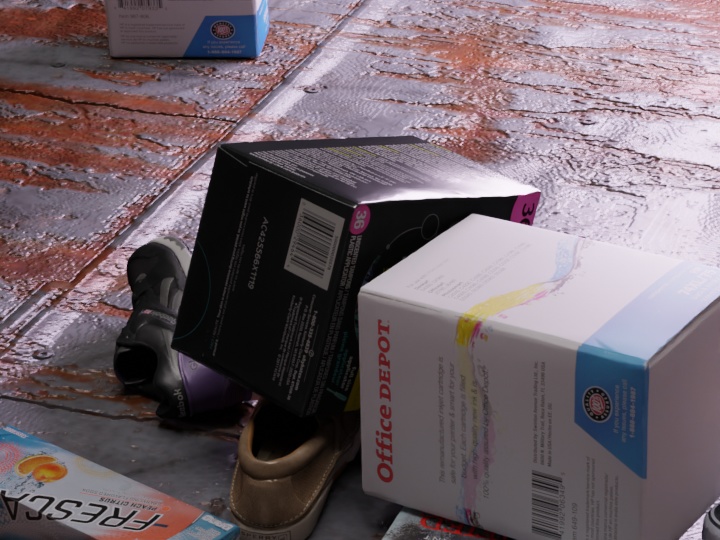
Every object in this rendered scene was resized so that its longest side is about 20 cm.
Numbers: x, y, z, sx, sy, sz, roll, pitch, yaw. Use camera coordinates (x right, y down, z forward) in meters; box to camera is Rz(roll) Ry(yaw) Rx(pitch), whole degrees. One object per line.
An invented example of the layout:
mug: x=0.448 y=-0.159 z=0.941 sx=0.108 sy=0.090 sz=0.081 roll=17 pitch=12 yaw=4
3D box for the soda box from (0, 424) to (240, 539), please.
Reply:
soda box: x=-0.165 y=0.164 z=1.485 sx=0.200 sy=0.069 sz=0.064 roll=19 pitch=33 yaw=34

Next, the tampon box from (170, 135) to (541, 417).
tampon box: x=0.000 y=0.000 z=1.623 sx=0.126 sy=0.150 sz=0.200 roll=26 pitch=21 yaw=37

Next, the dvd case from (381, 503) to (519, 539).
dvd case: x=0.090 y=0.170 z=1.507 sx=0.146 sy=0.022 sz=0.200 roll=8 pitch=29 yaw=20

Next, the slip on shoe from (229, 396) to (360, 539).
slip on shoe: x=-0.045 y=0.105 z=1.602 sx=0.076 sy=0.061 sz=0.200 roll=4 pitch=27 yaw=13

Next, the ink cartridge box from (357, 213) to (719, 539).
ink cartridge box: x=0.118 y=0.071 z=1.513 sx=0.200 sy=0.147 sz=0.146 roll=14 pitch=29 yaw=30

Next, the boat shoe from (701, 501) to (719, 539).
boat shoe: x=0.305 y=0.131 z=1.511 sx=0.200 sy=0.068 sz=0.072 roll=-9 pitch=27 yaw=-12

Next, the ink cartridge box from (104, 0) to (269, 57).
ink cartridge box: x=-0.165 y=-0.305 z=2.272 sx=0.144 sy=0.200 sz=0.084 roll=1 pitch=27 yaw=6

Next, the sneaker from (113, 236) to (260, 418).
sneaker: x=-0.144 y=0.039 z=1.734 sx=0.087 sy=0.076 sz=0.200 roll=-19 pitch=31 yaw=-18
